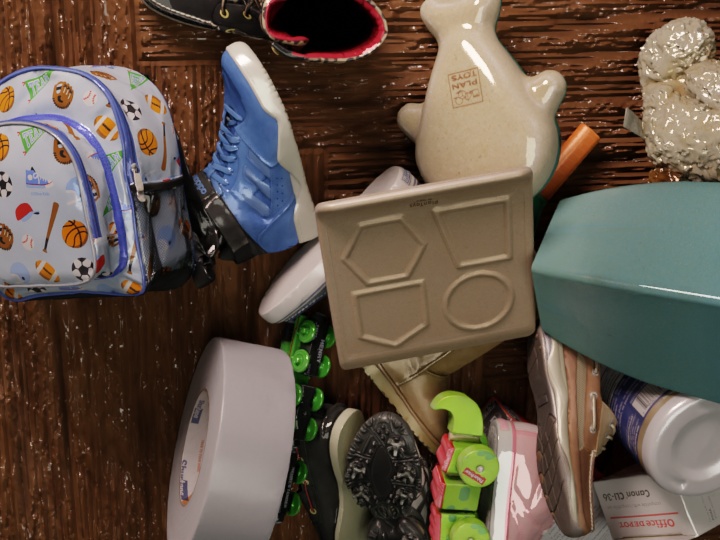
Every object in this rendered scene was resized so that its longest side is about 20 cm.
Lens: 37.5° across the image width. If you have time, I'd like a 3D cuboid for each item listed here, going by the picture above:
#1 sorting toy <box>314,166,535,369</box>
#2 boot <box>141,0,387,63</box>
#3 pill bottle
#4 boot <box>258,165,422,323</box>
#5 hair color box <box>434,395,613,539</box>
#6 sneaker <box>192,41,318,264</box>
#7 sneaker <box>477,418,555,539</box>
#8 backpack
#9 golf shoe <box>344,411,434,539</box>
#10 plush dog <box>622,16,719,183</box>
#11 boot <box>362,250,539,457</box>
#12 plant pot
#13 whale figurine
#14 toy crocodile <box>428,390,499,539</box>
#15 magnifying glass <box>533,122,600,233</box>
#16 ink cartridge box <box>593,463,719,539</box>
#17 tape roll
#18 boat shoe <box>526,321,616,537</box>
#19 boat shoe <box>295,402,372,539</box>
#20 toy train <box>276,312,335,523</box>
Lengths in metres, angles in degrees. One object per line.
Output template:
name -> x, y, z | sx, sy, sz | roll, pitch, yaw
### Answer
sorting toy -> 0.061, -0.001, 0.933 | 0.185, 0.037, 0.200 | -10, 131, -3
boot -> -0.078, -0.215, 0.856 | 0.199, 0.151, 0.073 | 11, 106, -16
pill bottle -> 0.284, 0.120, 1.027 | 0.111, 0.200, 0.111 | -5, 113, -11
boot -> 0.000, 0.000, 0.974 | 0.090, 0.073, 0.200 | 39, 116, -21
hair color box -> 0.188, 0.230, 1.120 | 0.200, 0.061, 0.102 | 37, 98, -22
sneaker -> -0.112, -0.092, 0.919 | 0.111, 0.077, 0.200 | -23, 130, -9
sneaker -> 0.169, 0.246, 1.047 | 0.104, 0.075, 0.201 | 5, 103, -8
backpack -> -0.234, -0.072, 0.860 | 0.199, 0.154, 0.191 | -2, 93, 21
golf shoe -> 0.034, 0.204, 1.054 | 0.078, 0.095, 0.200 | 4, 126, 14
plush dog -> 0.350, -0.130, 0.950 | 0.172, 0.161, 0.200 | -16, 118, 38
boot -> 0.115, 0.077, 1.037 | 0.200, 0.066, 0.175 | -36, 119, 4
plant pot -> 0.261, 0.009, 0.923 | 0.200, 0.142, 0.141 | 11, 142, 26
whale figurine -> 0.112, -0.152, 0.960 | 0.159, 0.104, 0.201 | -12, 90, 25
toy crocodile -> 0.092, 0.213, 1.016 | 0.062, 0.068, 0.201 | 3, 105, -6
magnifying glass -> 0.159, -0.059, 1.037 | 0.080, 0.022, 0.200 | 37, 99, -22
ink cartridge box -> 0.324, 0.222, 1.075 | 0.200, 0.116, 0.068 | -15, 83, -34
tape roll -> -0.119, 0.164, 0.953 | 0.066, 0.200, 0.201 | 12, 106, -16
boat shoe -> 0.202, 0.143, 0.978 | 0.072, 0.076, 0.201 | -2, 80, -9
boat shoe -> -0.027, 0.218, 1.070 | 0.063, 0.074, 0.202 | 11, 123, 28
toy train -> -0.068, 0.136, 1.004 | 0.042, 0.056, 0.201 | 19, 80, -44
